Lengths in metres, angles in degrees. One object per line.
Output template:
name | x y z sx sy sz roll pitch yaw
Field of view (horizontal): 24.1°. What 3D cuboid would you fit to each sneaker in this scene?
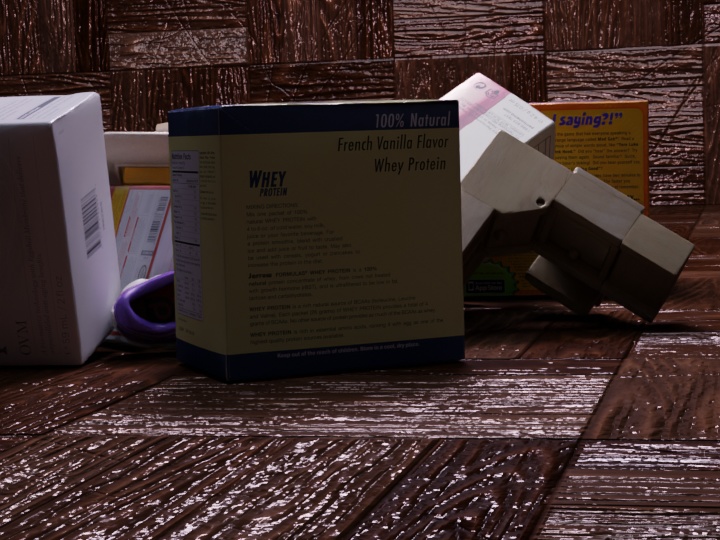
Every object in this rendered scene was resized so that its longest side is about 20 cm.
sneaker | -0.106 0.025 1.388 0.199 0.081 0.083 -14 -4 -5

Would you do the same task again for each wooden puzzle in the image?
wooden puzzle | -0.159 -0.077 1.608 0.184 0.038 0.200 1 -19 -4

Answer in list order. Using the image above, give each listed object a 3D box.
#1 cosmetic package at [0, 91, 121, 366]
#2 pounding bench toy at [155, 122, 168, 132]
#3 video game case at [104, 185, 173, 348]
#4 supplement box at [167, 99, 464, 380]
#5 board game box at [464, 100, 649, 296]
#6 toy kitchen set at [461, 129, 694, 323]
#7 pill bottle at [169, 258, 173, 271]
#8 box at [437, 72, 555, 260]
cosmetic package | -0.314 -0.033 1.375 0.198 0.201 0.123 -1 17 11
pounding bench toy | -0.191 -0.082 2.017 0.123 0.202 0.156 -1 5 11
video game case | -0.230 -0.008 1.515 0.017 0.144 0.199 23 -12 -37
supplement box | -0.036 -0.029 1.306 0.199 0.201 0.134 -4 5 -23
board game box | 0.211 -0.081 1.822 0.198 0.201 0.200 -1 5 8
toy kitchen set | 0.152 0.025 1.491 0.199 0.181 0.164 31 -30 12
pill bottle | -0.157 0.000 1.535 0.112 0.113 0.200 -5 5 -31
box | 0.081 -0.075 1.620 0.200 0.128 0.109 -35 56 -26
